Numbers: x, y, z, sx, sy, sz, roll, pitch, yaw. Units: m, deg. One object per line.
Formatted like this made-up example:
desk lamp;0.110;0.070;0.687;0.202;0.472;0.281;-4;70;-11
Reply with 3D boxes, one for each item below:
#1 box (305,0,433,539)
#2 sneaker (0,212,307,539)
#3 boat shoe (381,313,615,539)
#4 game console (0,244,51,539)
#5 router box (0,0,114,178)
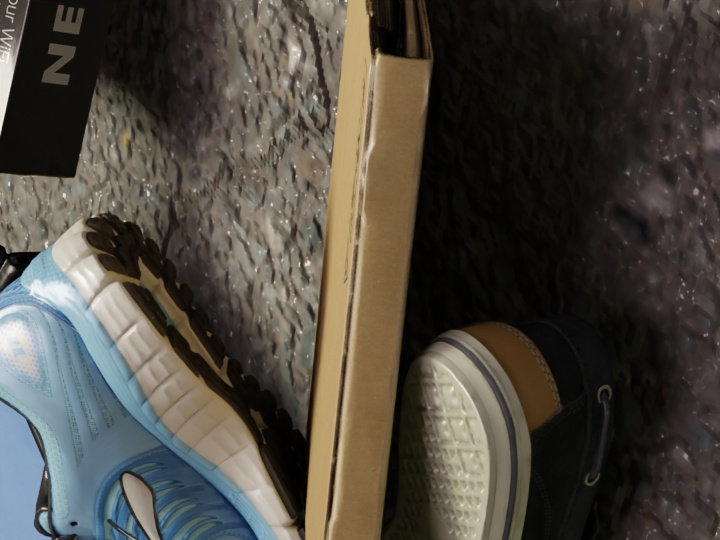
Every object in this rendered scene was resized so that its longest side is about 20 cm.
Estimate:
box;0.000;0.000;0.743;0.164;0.021;0.202;-94;9;-67
sneaker;-0.073;0.075;0.814;0.201;0.089;0.079;56;-169;-22
boat shoe;0.045;0.087;0.743;0.075;0.062;0.201;49;150;32
game console;-0.197;0.082;0.904;0.201;0.118;0.173;-55;50;36
router box;-0.165;-0.154;0.903;0.156;0.052;0.202;20;100;33
